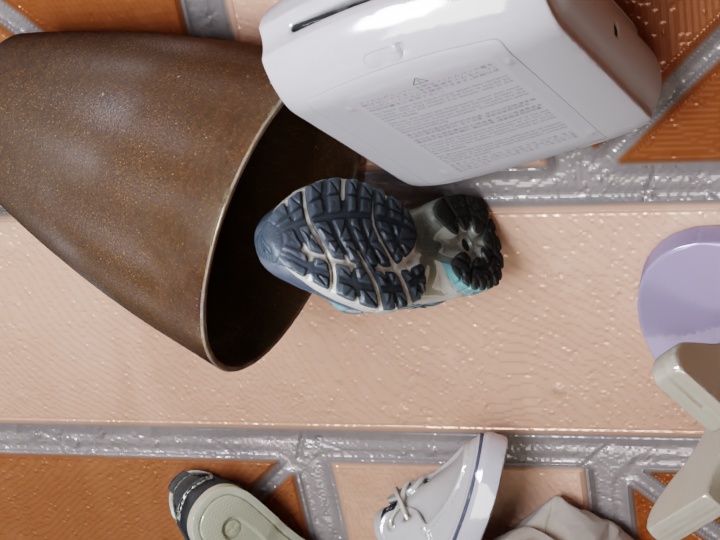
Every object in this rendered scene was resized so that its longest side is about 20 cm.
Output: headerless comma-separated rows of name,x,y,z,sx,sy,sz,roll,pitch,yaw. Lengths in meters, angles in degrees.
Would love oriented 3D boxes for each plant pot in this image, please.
plant pot,-0.128,-0.065,1.034,0.199,0.187,0.187,22,129,18

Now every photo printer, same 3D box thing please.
photo printer,0.052,-0.113,0.930,0.166,0.070,0.200,-15,161,24

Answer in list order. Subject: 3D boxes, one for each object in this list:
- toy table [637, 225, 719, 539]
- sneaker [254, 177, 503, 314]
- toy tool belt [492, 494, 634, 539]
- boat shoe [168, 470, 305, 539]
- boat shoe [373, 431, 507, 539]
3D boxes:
toy table,0.244,0.079,1.050,0.200,0.117,0.184,31,128,-8
sneaker,0.000,0.000,1.030,0.086,0.200,0.078,-24,72,34
toy tool belt,0.112,0.259,1.214,0.125,0.123,0.200,26,128,-3
boat shoe,-0.069,0.219,1.286,0.068,0.072,0.200,14,147,54
boat shoe,0.042,0.177,1.212,0.066,0.072,0.200,21,136,-5
